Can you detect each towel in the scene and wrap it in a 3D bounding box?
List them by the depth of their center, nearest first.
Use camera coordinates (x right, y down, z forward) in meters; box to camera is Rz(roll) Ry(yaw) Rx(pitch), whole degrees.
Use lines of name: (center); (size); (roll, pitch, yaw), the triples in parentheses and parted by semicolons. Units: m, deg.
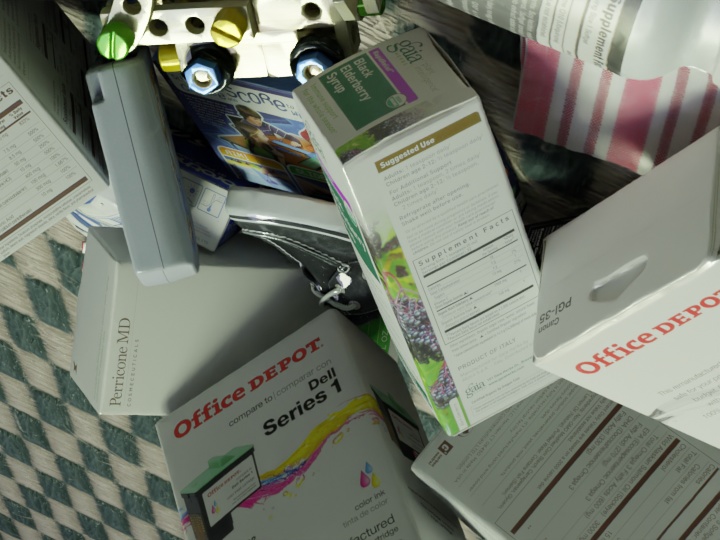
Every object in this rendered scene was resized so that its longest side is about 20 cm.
towel: (0.170, -0.071, 1.087); (0.200, 0.030, 0.146); (23, 160, 12)

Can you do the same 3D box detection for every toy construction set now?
toy construction set: (-0.064, -0.154, 1.112); (0.200, 0.092, 0.131); (8, 128, 27)

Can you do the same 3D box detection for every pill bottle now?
pill bottle: (0.094, -0.146, 0.875); (0.200, 0.116, 0.116); (23, 160, 9)

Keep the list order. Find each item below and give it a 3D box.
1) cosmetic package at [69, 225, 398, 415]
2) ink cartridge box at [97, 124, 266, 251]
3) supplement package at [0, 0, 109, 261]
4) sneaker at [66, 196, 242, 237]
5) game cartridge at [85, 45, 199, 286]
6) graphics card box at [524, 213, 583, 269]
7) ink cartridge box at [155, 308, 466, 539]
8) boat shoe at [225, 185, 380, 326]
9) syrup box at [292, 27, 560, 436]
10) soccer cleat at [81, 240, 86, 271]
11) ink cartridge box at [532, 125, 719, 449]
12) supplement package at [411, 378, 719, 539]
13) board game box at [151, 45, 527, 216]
cosmetic package: (-0.079, 0.035, 1.406); (0.200, 0.108, 0.085); (1, -163, -22)
ink cartridge box: (-0.164, -0.081, 1.404); (0.200, 0.044, 0.094); (26, -165, 4)
supplement package: (-0.241, -0.086, 1.237); (0.111, 0.156, 0.200); (52, -171, -27)
sneaker: (-0.141, -0.042, 1.482); (0.200, 0.075, 0.088); (15, 160, 27)
game cartridge: (-0.124, -0.061, 1.251); (0.200, 0.042, 0.133); (-118, 10, -80)
graphics card box: (0.146, 0.018, 1.252); (0.125, 0.051, 0.200); (33, 150, -34)
ink cartridge box: (-0.028, 0.144, 1.301); (0.084, 0.145, 0.200); (44, -162, -45)
boat shoe: (0.000, 0.000, 1.341); (0.200, 0.068, 0.072); (19, 177, -33)
syrup box: (0.039, -0.018, 1.127); (0.079, 0.081, 0.200); (56, 172, 50)
soccer cleat: (-0.170, -0.005, 1.656); (0.076, 0.067, 0.200); (-5, 151, -1)
ink cartridge box: (0.208, 0.024, 1.092); (0.200, 0.083, 0.147); (25, 145, -25)
supplement package: (0.150, 0.141, 1.215); (0.200, 0.117, 0.117); (37, 172, 35)
board game box: (-0.011, -0.082, 1.280); (0.200, 0.034, 0.135); (16, 158, 27)
